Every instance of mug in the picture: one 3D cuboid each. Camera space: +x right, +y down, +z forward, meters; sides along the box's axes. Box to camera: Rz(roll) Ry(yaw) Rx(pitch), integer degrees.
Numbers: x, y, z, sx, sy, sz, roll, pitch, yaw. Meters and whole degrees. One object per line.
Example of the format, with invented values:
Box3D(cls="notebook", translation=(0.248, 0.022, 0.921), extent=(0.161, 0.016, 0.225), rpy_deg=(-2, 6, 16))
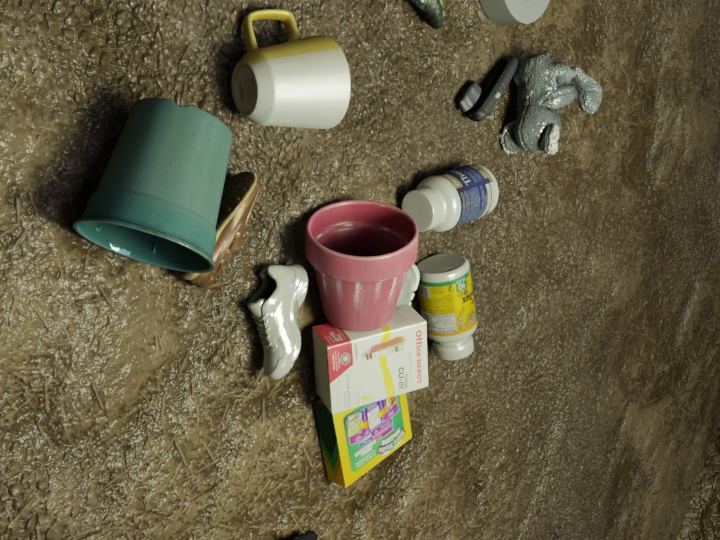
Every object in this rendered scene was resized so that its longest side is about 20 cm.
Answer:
Box3D(cls="mug", translation=(-0.129, -0.305, 1.425), extent=(0.152, 0.187, 0.150), rpy_deg=(-14, 141, -35))

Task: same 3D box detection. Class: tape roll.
Box3D(cls="tape roll", translation=(0.325, -0.618, 1.868), extent=(0.200, 0.066, 0.202), rpy_deg=(-13, 108, -44))

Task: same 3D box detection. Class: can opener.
Box3D(cls="can opener", translation=(0.277, -0.383, 1.871), extent=(0.200, 0.063, 0.079), rpy_deg=(-49, 130, -27))

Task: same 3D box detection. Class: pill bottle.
Box3D(cls="pill bottle", translation=(0.176, -0.141, 1.780), extent=(0.199, 0.111, 0.112), rpy_deg=(-22, 114, -43))
Box3D(cls="pill bottle", translation=(0.179, 0.077, 1.831), extent=(0.113, 0.112, 0.201), rpy_deg=(-29, 119, -39))

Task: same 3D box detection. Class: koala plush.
Box3D(cls="koala plush", translation=(0.390, -0.343, 1.931), extent=(0.183, 0.177, 0.201), rpy_deg=(24, 86, -42))

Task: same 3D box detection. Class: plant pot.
Box3D(cls="plant pot", translation=(0.000, 0.000, 1.578), extent=(0.200, 0.199, 0.180), rpy_deg=(-29, 134, -40))
Box3D(cls="plant pot", translation=(-0.275, -0.122, 1.254), extent=(0.200, 0.199, 0.197), rpy_deg=(28, 70, -46))

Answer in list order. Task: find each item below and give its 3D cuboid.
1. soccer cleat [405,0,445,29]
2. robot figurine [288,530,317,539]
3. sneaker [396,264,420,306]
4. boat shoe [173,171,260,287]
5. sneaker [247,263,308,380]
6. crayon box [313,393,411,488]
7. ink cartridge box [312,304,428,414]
Box3D(cls="soccer cleat", translation=(0.092, -0.523, 1.650), extent=(0.081, 0.067, 0.200), rpy_deg=(-42, 127, -11))
Box3D(cls="robot figurine", translation=(-0.098, 0.577, 1.639), extent=(0.199, 0.125, 0.151), rpy_deg=(-16, 133, -44))
Box3D(cls="sneaker", translation=(0.044, 0.069, 1.723), extent=(0.115, 0.075, 0.201), rpy_deg=(22, 72, -42))
Box3D(cls="boat shoe", translation=(-0.218, -0.063, 1.410), extent=(0.201, 0.072, 0.068), rpy_deg=(-59, 140, -11))
Box3D(cls="sneaker", translation=(-0.154, 0.083, 1.514), extent=(0.099, 0.078, 0.201), rpy_deg=(10, 82, -41))
Box3D(cls="crayon box", translation=(0.008, 0.293, 1.735), extent=(0.199, 0.058, 0.174), rpy_deg=(-28, 119, -40))
Box3D(cls="ink cartridge box", translation=(0.020, 0.159, 1.635), extent=(0.199, 0.083, 0.146), rpy_deg=(-13, 117, -20))
